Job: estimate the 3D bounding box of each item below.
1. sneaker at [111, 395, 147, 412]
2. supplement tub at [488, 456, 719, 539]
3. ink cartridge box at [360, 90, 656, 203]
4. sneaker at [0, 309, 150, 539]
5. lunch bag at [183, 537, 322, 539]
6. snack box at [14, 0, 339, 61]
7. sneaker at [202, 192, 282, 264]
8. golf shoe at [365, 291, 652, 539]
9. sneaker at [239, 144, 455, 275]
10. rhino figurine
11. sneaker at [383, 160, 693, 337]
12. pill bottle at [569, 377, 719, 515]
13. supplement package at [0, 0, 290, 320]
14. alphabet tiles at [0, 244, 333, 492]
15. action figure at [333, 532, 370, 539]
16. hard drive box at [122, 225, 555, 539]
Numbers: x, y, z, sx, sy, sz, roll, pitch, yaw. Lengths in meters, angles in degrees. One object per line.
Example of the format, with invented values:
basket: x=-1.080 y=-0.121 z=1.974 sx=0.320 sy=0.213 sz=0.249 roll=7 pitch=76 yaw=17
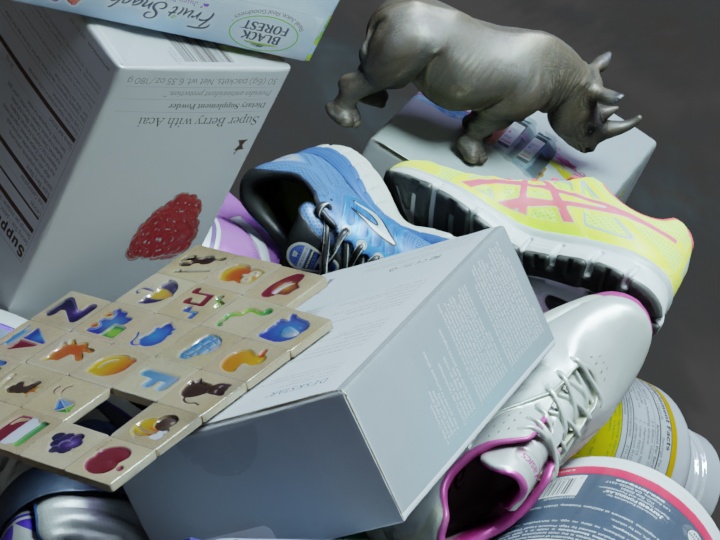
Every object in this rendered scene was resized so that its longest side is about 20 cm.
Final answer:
sneaker: x=-0.073 y=0.061 z=1.649 sx=0.199 sy=0.084 sz=0.077 roll=6 pitch=17 yaw=-36
supplement tub: x=0.111 y=0.201 z=1.547 sx=0.140 sy=0.141 sz=0.200 roll=32 pitch=32 yaw=6
ink cartridge box: x=0.072 y=-0.028 z=1.837 sx=0.144 sy=0.146 sz=0.200 roll=33 pitch=33 yaw=8
sneaker: x=-0.182 y=0.104 z=1.519 sx=0.199 sy=0.081 sz=0.147 roll=32 pitch=27 yaw=-5
lunch bag: x=-0.027 y=0.234 z=1.397 sx=0.169 sy=0.124 sz=0.201 roll=5 pitch=73 yaw=-32
snack box: x=-0.123 y=-0.189 z=1.547 sx=0.199 sy=0.053 sz=0.143 roll=9 pitch=37 yaw=-30
sneaker: x=-0.078 y=-0.011 z=1.753 sx=0.114 sy=0.073 sz=0.201 roll=20 pitch=17 yaw=-19
golf shoe: x=0.093 y=0.090 z=1.560 sx=0.075 sy=0.200 sz=0.091 roll=52 pitch=-13 yaw=-20
sneaker: x=0.000 y=0.000 z=1.644 sx=0.089 sy=0.079 sz=0.200 roll=-7 pitch=36 yaw=-43
rhino figurine: x=0.083 y=-0.112 z=1.742 sx=0.199 sy=0.088 sz=0.060 roll=13 pitch=35 yaw=-20
sneaker: x=0.105 y=-0.022 z=1.683 sx=0.199 sy=0.079 sz=0.090 roll=24 pitch=47 yaw=24
pill bottle: x=0.125 y=0.103 z=1.706 sx=0.199 sy=0.104 sz=0.105 roll=25 pitch=26 yaw=-40
supplement package: x=-0.149 y=-0.070 z=1.600 sx=0.121 sy=0.201 sz=0.120 roll=-4 pitch=44 yaw=-41
alphabet tiles: x=-0.117 y=0.043 z=1.494 sx=0.167 sy=0.008 sz=0.200 roll=13 pitch=37 yaw=41
action figure: x=0.001 y=0.139 z=1.631 sx=0.118 sy=0.055 sz=0.199 roll=47 pitch=28 yaw=23
hard drive box: x=-0.012 y=0.066 z=1.506 sx=0.200 sy=0.155 sz=0.077 roll=-43 pitch=112 yaw=-52
